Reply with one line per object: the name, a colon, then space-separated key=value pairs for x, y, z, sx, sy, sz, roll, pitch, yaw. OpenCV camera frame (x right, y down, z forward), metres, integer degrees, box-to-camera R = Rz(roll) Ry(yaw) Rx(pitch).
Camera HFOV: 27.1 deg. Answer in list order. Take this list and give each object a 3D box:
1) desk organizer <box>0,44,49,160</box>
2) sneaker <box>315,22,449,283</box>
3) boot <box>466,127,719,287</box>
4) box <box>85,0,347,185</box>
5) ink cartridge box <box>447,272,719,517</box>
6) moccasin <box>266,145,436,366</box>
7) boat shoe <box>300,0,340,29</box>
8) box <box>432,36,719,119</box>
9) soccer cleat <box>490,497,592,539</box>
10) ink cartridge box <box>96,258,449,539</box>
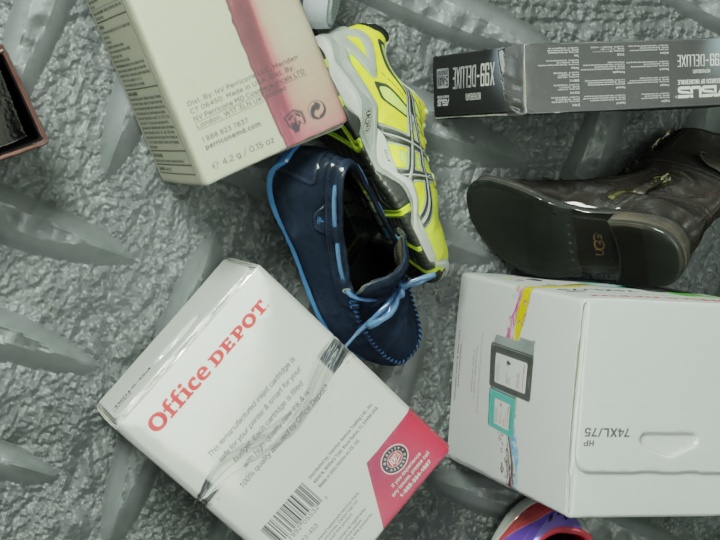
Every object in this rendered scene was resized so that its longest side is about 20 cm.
desk organizer: x=-0.305 y=-0.079 z=0.948 sx=0.199 sy=0.077 sz=0.072 roll=-22 pitch=102 yaw=-17
sneaker: x=0.025 y=-0.084 z=1.069 sx=0.076 sy=0.075 sz=0.200 roll=-35 pitch=112 yaw=-27
boot: x=0.200 y=-0.059 z=1.119 sx=0.174 sy=0.200 sz=0.069 roll=-40 pitch=136 yaw=-42
box: x=-0.108 y=-0.167 z=0.983 sx=0.109 sy=0.128 sz=0.201 roll=-25 pitch=103 yaw=-16
ink cartridge box: x=0.170 y=0.084 z=1.066 sx=0.146 sy=0.200 sz=0.147 roll=3 pitch=94 yaw=-20
moccasin: x=0.000 y=0.000 z=1.034 sx=0.081 sy=0.068 sz=0.200 roll=-60 pitch=138 yaw=-27
boat shoe: x=-0.040 y=-0.268 z=1.039 sx=0.062 sy=0.072 sz=0.201 roll=2 pitch=91 yaw=5
box: x=0.172 y=-0.138 z=1.071 sx=0.199 sy=0.158 sz=0.050 roll=-5 pitch=96 yaw=-20
soccer cleat: x=0.105 y=0.264 z=1.127 sx=0.068 sy=0.073 sz=0.200 roll=35 pitch=83 yaw=-19
ink cartridge box: x=-0.061 y=0.109 z=1.047 sx=0.200 sy=0.084 sz=0.145 roll=44 pitch=80 yaw=-19
